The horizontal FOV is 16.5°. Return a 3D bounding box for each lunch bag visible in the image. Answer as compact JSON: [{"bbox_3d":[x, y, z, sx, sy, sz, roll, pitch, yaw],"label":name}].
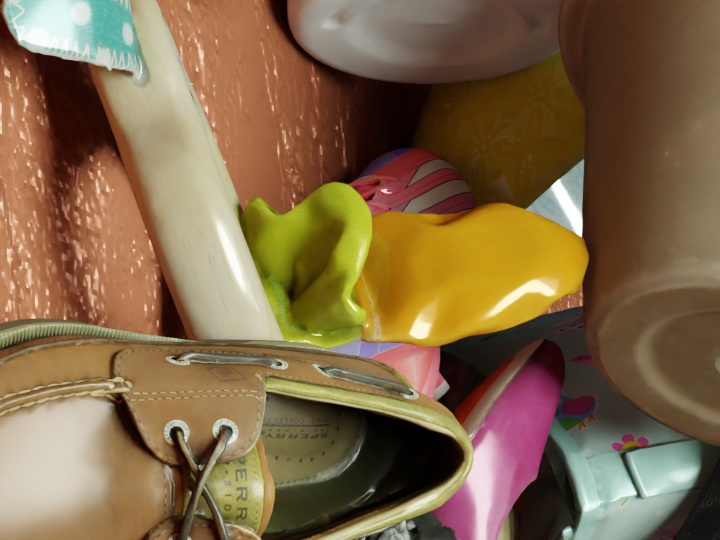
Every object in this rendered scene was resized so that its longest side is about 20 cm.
[{"bbox_3d":[0.132,0.073,1.032,0.200,0.170,0.122,-173,-106,-75],"label":"lunch bag"}]

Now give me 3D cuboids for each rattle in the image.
[{"bbox_3d":[-0.022,-0.049,0.781,0.130,0.143,0.200,-75,150,-62],"label":"rattle"}]

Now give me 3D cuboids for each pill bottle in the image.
[{"bbox_3d":[0.029,-0.189,1.014,0.120,0.120,0.200,39,48,-64],"label":"pill bottle"}]

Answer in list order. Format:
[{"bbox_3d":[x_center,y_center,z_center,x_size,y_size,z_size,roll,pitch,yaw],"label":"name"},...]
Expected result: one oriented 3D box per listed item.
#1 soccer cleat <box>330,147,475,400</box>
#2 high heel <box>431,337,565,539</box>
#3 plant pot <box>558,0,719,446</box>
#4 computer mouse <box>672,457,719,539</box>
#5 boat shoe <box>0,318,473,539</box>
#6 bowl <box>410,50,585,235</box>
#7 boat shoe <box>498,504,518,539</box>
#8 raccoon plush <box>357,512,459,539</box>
[{"bbox_3d":[0.000,0.000,0.959,0.076,0.067,0.200,43,30,-21],"label":"soccer cleat"},{"bbox_3d":[0.043,0.123,0.893,0.200,0.096,0.067,-56,-175,-17],"label":"high heel"},{"bbox_3d":[0.154,-0.032,0.888,0.200,0.200,0.175,61,40,-48],"label":"plant pot"},{"bbox_3d":[0.156,0.130,0.925,0.138,0.200,0.053,28,6,-25],"label":"computer mouse"},{"bbox_3d":[-0.050,0.050,0.681,0.200,0.068,0.072,-10,106,-46],"label":"boat shoe"},{"bbox_3d":[0.089,-0.078,1.111,0.108,0.200,0.200,53,14,14],"label":"bowl"},{"bbox_3d":[0.016,0.163,0.942,0.068,0.072,0.200,23,62,-50],"label":"boat shoe"},{"bbox_3d":[-0.054,0.111,0.781,0.200,0.134,0.097,-16,117,-39],"label":"raccoon plush"}]
